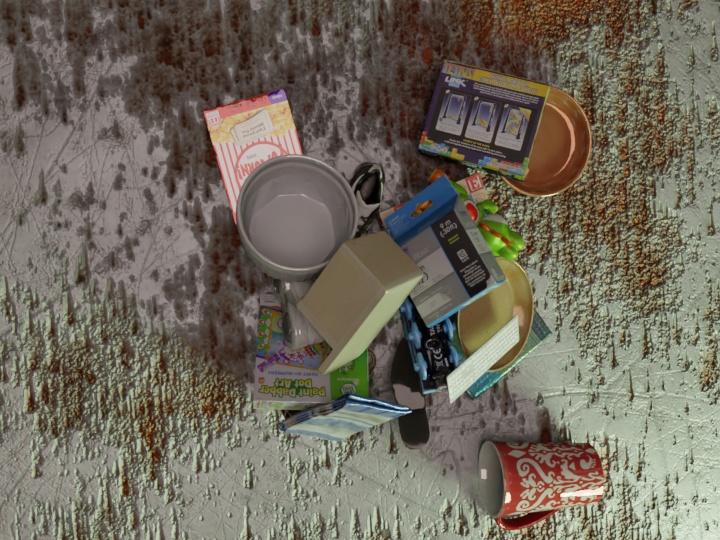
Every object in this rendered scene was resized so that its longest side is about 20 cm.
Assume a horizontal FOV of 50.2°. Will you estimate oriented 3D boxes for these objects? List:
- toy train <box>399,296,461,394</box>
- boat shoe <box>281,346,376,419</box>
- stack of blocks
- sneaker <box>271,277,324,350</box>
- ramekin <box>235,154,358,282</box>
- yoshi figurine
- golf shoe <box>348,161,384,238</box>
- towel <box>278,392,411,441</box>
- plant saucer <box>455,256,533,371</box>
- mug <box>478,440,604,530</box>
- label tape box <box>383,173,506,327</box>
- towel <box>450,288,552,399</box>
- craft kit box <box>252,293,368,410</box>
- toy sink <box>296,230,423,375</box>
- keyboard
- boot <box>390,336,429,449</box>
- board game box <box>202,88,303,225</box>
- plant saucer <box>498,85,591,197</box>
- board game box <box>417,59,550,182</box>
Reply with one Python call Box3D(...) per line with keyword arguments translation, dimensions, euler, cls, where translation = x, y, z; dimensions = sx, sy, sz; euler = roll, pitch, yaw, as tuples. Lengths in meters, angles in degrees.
Box3D(translation=(0.120, 0.118, 1.338), dimensions=(0.085, 0.115, 0.203), euler=(-11, 68, -5), cls="toy train")
Box3D(translation=(-0.055, 0.205, 1.367), dimensions=(0.198, 0.072, 0.073), euler=(-29, 95, -5), cls="boat shoe")
Box3D(translation=(0.138, -0.084, 1.386), dimensions=(0.197, 0.059, 0.117), euler=(-22, 95, -6), cls="stack of blocks")
Box3D(translation=(-0.095, 0.041, 1.326), dimensions=(0.098, 0.078, 0.203), euler=(-2, 65, -24), cls="sneaker")
Box3D(translation=(-0.108, -0.077, 1.261), dimensions=(0.196, 0.105, 0.204), euler=(4, 69, -11), cls="ramekin")
Box3D(translation=(0.189, -0.083, 1.328), dimensions=(0.199, 0.112, 0.113), euler=(35, 128, 6), cls="yoshi figurine")
Box3D(translation=(-0.011, -0.095, 1.351), dimensions=(0.076, 0.094, 0.204), euler=(17, 92, -8), cls="golf shoe")
Box3D(translation=(-0.028, 0.253, 1.303), dimensions=(0.145, 0.199, 0.024), euler=(18, 57, -35), cls="towel")
Box3D(translation=(0.231, 0.076, 1.364), dimensions=(0.198, 0.035, 0.205), euler=(-5, 99, -38), cls="plant saucer")
Box3D(translation=(0.325, 0.385, 1.414), dimensions=(0.196, 0.179, 0.135), euler=(-1, 56, -11), cls="mug")
Box3D(translation=(0.124, -0.033, 1.248), dimensions=(0.142, 0.066, 0.202), euler=(-34, 81, 28), cls="label tape box")
Box3D(translation=(0.242, 0.124, 1.428), dimensions=(0.199, 0.022, 0.148), euler=(-38, 97, -6), cls="towel")
Box3D(translation=(-0.085, 0.141, 1.329), dimensions=(0.196, 0.049, 0.201), euler=(2, 63, -7), cls="craft kit box")
Box3D(translation=(-0.015, 0.049, 1.233), dimensions=(0.112, 0.130, 0.201), euler=(45, 121, 16), cls="toy sink")
Box3D(translation=(0.212, 0.149, 1.314), dimensions=(0.199, 0.011, 0.057), euler=(-35, 134, -33), cls="keyboard")
Box3D(translation=(0.090, 0.222, 1.395), dimensions=(0.072, 0.076, 0.204), euler=(0, 74, -1), cls="boot")
Box3D(translation=(-0.176, -0.198, 1.349), dimensions=(0.149, 0.046, 0.204), euler=(-17, 95, -6), cls="board game box")
Box3D(translation=(0.326, -0.237, 1.415), dimensions=(0.196, 0.037, 0.205), euler=(0, 92, -6), cls="plant saucer")
Box3D(translation=(0.217, -0.265, 1.362), dimensions=(0.197, 0.057, 0.168), euler=(17, 89, 13), cls="board game box")
